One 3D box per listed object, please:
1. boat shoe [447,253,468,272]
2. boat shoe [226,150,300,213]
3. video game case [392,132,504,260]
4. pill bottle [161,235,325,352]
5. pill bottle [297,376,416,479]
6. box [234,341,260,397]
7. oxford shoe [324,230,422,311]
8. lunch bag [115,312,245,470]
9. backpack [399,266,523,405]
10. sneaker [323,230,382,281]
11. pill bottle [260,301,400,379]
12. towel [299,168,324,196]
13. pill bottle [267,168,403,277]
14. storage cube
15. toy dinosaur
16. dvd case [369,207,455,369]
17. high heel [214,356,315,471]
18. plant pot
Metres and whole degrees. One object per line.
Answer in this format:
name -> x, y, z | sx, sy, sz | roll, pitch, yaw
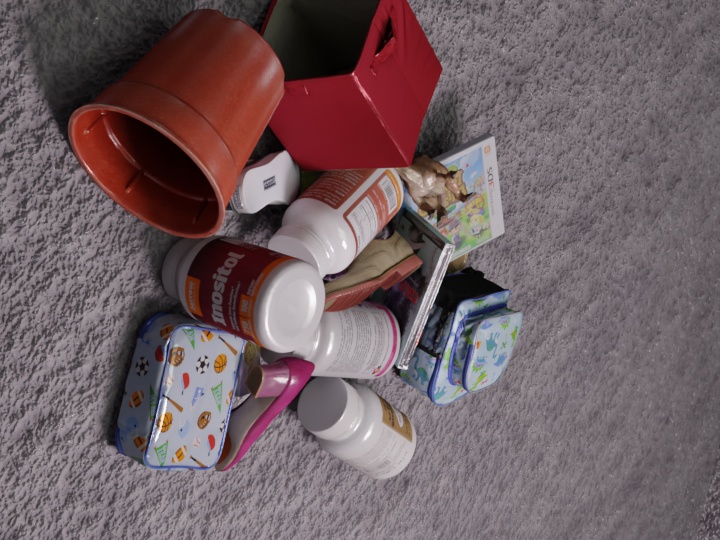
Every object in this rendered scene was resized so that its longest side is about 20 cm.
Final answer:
boat shoe -> 0.165, -0.089, 1.794 | 0.071, 0.064, 0.202 | -23, 119, -45
boat shoe -> -0.138, -0.111, 1.412 | 0.200, 0.067, 0.073 | -40, 126, -65
video game case -> 0.138, -0.097, 1.714 | 0.199, 0.022, 0.184 | -27, 126, -22
pill bottle -> -0.149, 0.022, 1.334 | 0.112, 0.199, 0.114 | -21, 118, -45
pill bottle -> -0.007, 0.234, 1.654 | 0.200, 0.114, 0.115 | 41, 71, -49
box -> -0.160, 0.069, 1.467 | 0.041, 0.038, 0.202 | -15, 114, -48
oxford shoe -> 0.000, 0.000, 1.519 | 0.199, 0.070, 0.075 | -24, 79, -47
lunch bag -> -0.226, 0.160, 1.391 | 0.160, 0.075, 0.202 | 14, 91, -55
backpack -> 0.161, 0.120, 1.780 | 0.182, 0.146, 0.202 | -11, 126, -51
sneaker -> -0.034, 0.004, 1.577 | 0.199, 0.072, 0.116 | -19, 120, -46
pill bottle -> -0.046, 0.094, 1.551 | 0.199, 0.113, 0.115 | 9, 95, -46
towel -> -0.023, -0.137, 1.581 | 0.199, 0.023, 0.145 | -20, 118, -45
pill bottle -> -0.035, -0.068, 1.466 | 0.200, 0.111, 0.113 | -47, 135, -39
storage cube -> -0.019, -0.248, 1.393 | 0.180, 0.198, 0.172 | 53, 48, -47
toy dinosaur -> 0.089, -0.143, 1.592 | 0.086, 0.136, 0.200 | -47, 158, 6
dvd case -> 0.068, 0.025, 1.622 | 0.022, 0.146, 0.202 | 13, 109, -29
high heel -> -0.132, 0.199, 1.473 | 0.095, 0.068, 0.201 | -1, 136, -41
plant pot -> -0.192, -0.177, 1.234 | 0.196, 0.199, 0.202 | -60, 140, -30
